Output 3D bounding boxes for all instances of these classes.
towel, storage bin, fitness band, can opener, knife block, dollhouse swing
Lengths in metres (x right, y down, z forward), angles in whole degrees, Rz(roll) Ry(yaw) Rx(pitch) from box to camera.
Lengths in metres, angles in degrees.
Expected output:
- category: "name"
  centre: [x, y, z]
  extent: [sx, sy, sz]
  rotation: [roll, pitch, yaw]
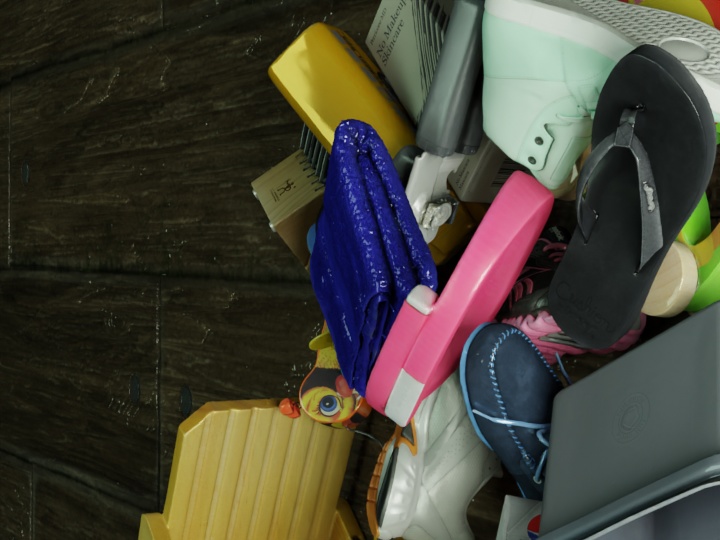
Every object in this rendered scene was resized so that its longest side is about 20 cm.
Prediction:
- category: "towel"
  centre: [0.000, 0.000, 1.116]
  extent: [0.200, 0.049, 0.149]
  rotation: [104, 146, -63]
- category: "storage bin"
  centre: [0.199, 0.118, 0.917]
  extent: [0.200, 0.145, 0.135]
  rotation: [-36, 37, 45]
- category: "fitness band"
  centre: [0.063, 0.021, 1.007]
  extent: [0.037, 0.144, 0.201]
  rotation: [35, 138, 10]
- category: "can opener"
  centre: [0.055, -0.105, 1.105]
  extent: [0.066, 0.052, 0.202]
  rotation: [36, 119, 32]
- category: "knife block"
  centre: [0.004, -0.077, 1.359]
  extent: [0.200, 0.175, 0.064]
  rotation: [54, -175, -47]
- category: "dollhouse swing"
  centre: [-0.070, 0.235, 1.333]
  extent: [0.182, 0.198, 0.177]
  rotation: [61, 139, 41]

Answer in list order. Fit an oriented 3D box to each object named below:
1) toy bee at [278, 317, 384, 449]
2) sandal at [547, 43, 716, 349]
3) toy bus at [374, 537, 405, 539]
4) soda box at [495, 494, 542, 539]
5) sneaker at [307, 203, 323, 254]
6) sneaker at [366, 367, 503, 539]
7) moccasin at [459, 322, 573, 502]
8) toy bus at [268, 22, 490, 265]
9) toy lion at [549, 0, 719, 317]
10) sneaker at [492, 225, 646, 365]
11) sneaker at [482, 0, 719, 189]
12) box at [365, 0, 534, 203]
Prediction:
- category: "toy bee"
  centre: [-0.017, 0.087, 1.308]
  extent: [0.131, 0.107, 0.202]
  rotation: [67, -157, -51]
- category: "sandal"
  centre: [0.155, -0.033, 0.910]
  extent: [0.076, 0.043, 0.202]
  rotation: [30, 128, 29]
- category: "toy bus"
  centre: [0.038, 0.255, 1.171]
  extent: [0.200, 0.064, 0.079]
  rotation: [-86, 8, -75]
- category: "soda box"
  centre: [0.115, 0.245, 1.059]
  extent: [0.064, 0.067, 0.201]
  rotation: [-77, -6, -48]
- category: "sneaker"
  centre: [0.027, 0.020, 1.244]
  extent: [0.201, 0.070, 0.078]
  rotation: [55, 145, 15]
- category: "sneaker"
  centre: [0.072, 0.115, 1.183]
  extent: [0.076, 0.091, 0.202]
  rotation: [171, 117, -77]
- category: "moccasin"
  centre: [0.135, 0.113, 1.035]
  extent: [0.068, 0.081, 0.201]
  rotation: [10, 142, 49]
- category: "toy bus"
  centre: [0.018, -0.098, 1.217]
  extent: [0.065, 0.078, 0.201]
  rotation: [-41, 77, 15]
- category: "toy lion"
  centre: [0.204, -0.096, 0.984]
  extent: [0.193, 0.068, 0.201]
  rotation: [-63, 38, 28]
- category: "sneaker"
  centre: [0.136, 0.011, 1.081]
  extent: [0.200, 0.078, 0.096]
  rotation: [158, 125, -68]
- category: "sneaker"
  centre: [0.158, -0.100, 0.960]
  extent: [0.200, 0.073, 0.119]
  rotation: [27, 126, 37]
- category: "box"
  centre: [0.079, -0.145, 1.195]
  extent: [0.201, 0.068, 0.083]
  rotation: [61, 138, 40]
